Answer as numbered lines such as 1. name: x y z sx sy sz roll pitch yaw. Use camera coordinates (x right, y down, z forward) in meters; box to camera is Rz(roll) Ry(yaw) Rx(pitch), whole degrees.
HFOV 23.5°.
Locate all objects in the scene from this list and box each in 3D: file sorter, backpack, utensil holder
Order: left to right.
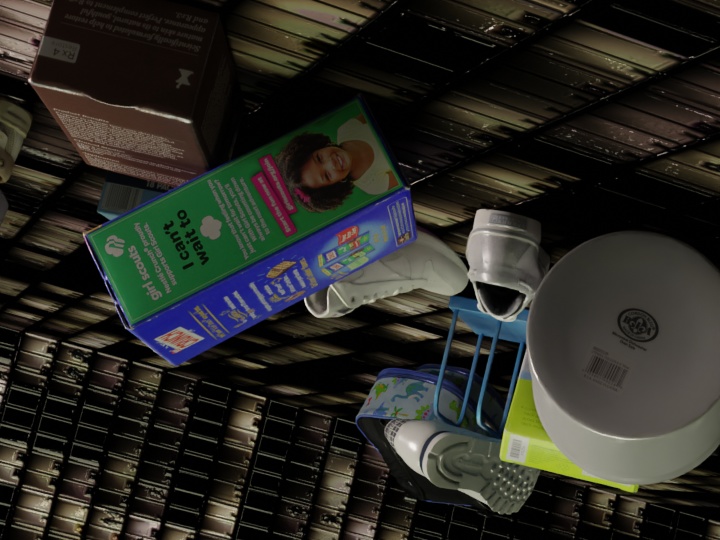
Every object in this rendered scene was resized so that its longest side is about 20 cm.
1. backpack: 0.101 0.207 2.283 0.183 0.147 0.200 3 144 44
2. file sorter: 0.187 0.114 1.753 0.200 0.123 0.139 11 169 18
3. utensil holder: 0.213 0.068 1.341 0.170 0.170 0.200 12 167 12

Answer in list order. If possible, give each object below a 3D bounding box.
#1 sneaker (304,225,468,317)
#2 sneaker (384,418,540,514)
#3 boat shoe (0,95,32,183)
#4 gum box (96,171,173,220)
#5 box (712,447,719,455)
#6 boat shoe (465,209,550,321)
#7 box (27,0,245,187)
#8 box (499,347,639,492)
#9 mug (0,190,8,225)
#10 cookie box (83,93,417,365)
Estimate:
1. sneaker: 0.000 0.000 1.439 0.200 0.100 0.075 18 167 -31
2. sneaker: 0.110 0.194 1.787 0.080 0.077 0.200 21 173 44
3. boat shoe: -0.336 -0.122 1.321 0.072 0.065 0.200 7 168 37
4. gum box: -0.125 -0.033 1.590 0.170 0.045 0.200 12 171 15
5. box: 0.329 0.180 2.152 0.200 0.044 0.160 7 169 34
6. boat shoe: 0.116 0.005 1.389 0.072 0.069 0.200 14 170 2
7. box: -0.135 -0.110 1.086 0.100 0.075 0.200 14 172 2
8. box: 0.202 0.091 1.512 0.122 0.200 0.048 13 138 8
9. mug: -0.384 -0.072 1.430 0.175 0.148 0.200 30 -153 -16
10. cookie box: -0.067 -0.022 1.163 0.200 0.075 0.171 -28 169 -2
